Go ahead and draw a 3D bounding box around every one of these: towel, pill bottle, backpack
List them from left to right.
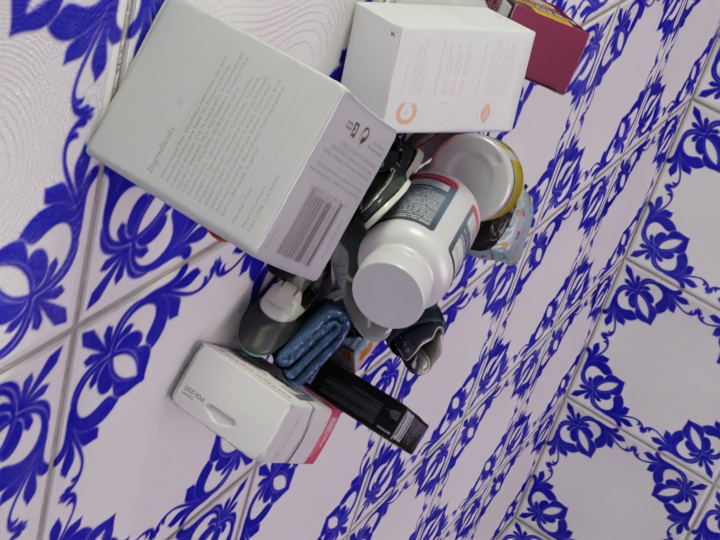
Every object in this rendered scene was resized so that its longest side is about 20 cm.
[{"bbox_3d":[-0.062,0.087,1.750,0.111,0.049,0.200,-43,-175,-2],"label":"towel"},{"bbox_3d":[0.063,-0.023,1.651,0.201,0.118,0.121,-57,166,-52],"label":"pill bottle"},{"bbox_3d":[0.159,-0.123,1.848,0.115,0.113,0.200,-63,170,8],"label":"pill bottle"},{"bbox_3d":[0.210,-0.083,2.232,0.169,0.125,0.200,-62,164,-5],"label":"backpack"}]

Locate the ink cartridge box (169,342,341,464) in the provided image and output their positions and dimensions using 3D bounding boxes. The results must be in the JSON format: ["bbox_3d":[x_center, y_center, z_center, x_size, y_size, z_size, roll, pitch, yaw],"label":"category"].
[{"bbox_3d":[-0.125,0.165,1.690,0.086,0.145,0.200,-59,162,3],"label":"ink cartridge box"}]

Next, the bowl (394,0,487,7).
[{"bbox_3d":[0.092,-0.278,1.732,0.202,0.074,0.199,-66,161,10],"label":"bowl"}]

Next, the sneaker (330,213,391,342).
[{"bbox_3d":[0.000,0.000,1.744,0.069,0.203,0.080,-15,159,-6],"label":"sneaker"}]

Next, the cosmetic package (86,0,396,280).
[{"bbox_3d":[-0.105,-0.118,1.255,0.166,0.199,0.165,-60,161,2],"label":"cosmetic package"}]

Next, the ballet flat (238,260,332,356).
[{"bbox_3d":[-0.089,0.032,1.715,0.200,0.072,0.074,-45,157,-53],"label":"ballet flat"}]

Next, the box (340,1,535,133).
[{"bbox_3d":[0.088,-0.235,1.601,0.198,0.097,0.126,-4,118,-35],"label":"box"}]

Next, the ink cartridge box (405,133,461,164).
[{"bbox_3d":[0.108,-0.178,1.831,0.160,0.050,0.200,-31,-167,47],"label":"ink cartridge box"}]

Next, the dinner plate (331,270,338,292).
[{"bbox_3d":[-0.011,-0.019,1.911,0.201,0.024,0.201,-51,160,-27],"label":"dinner plate"}]

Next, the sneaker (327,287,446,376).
[{"bbox_3d":[0.020,0.087,1.857,0.200,0.148,0.077,-26,152,10],"label":"sneaker"}]

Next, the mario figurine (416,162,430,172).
[{"bbox_3d":[0.092,-0.083,1.926,0.105,0.124,0.200,-33,170,3],"label":"mario figurine"}]

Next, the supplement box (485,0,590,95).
[{"bbox_3d":[0.215,-0.310,1.810,0.200,0.109,0.087,-105,-144,-68],"label":"supplement box"}]

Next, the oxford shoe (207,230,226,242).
[{"bbox_3d":[-0.104,-0.123,1.456,0.202,0.071,0.072,-65,165,11],"label":"oxford shoe"}]

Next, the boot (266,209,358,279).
[{"bbox_3d":[-0.061,-0.104,1.599,0.199,0.073,0.164,-54,153,-36],"label":"boot"}]

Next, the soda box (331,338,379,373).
[{"bbox_3d":[0.021,0.051,2.033,0.201,0.063,0.069,-51,159,-28],"label":"soda box"}]

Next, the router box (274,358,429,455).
[{"bbox_3d":[-0.010,0.175,1.918,0.053,0.198,0.157,-57,160,-6],"label":"router box"}]

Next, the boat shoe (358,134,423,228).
[{"bbox_3d":[0.024,-0.117,1.650,0.074,0.066,0.200,-38,-169,32],"label":"boat shoe"}]
